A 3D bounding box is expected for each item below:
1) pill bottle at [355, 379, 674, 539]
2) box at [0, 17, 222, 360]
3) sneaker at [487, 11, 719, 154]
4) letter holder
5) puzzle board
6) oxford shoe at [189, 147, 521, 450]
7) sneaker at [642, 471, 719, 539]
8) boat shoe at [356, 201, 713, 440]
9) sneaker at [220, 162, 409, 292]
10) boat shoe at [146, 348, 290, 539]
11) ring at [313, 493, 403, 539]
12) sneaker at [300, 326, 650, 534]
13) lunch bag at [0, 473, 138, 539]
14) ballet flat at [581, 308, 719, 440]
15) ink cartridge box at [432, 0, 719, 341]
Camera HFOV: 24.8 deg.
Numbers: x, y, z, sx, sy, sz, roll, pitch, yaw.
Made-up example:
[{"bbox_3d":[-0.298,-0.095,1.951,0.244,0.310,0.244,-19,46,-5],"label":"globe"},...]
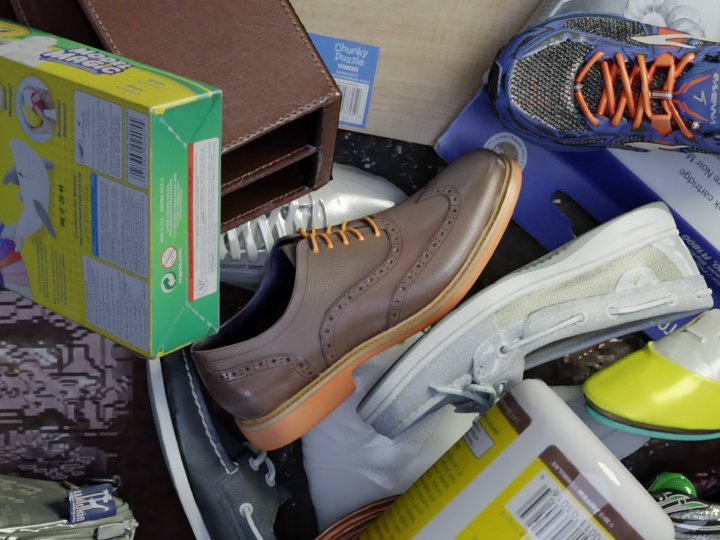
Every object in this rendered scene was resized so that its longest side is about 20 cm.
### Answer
[{"bbox_3d":[0.049,0.157,0.793,0.200,0.109,0.109,-44,97,3],"label":"pill bottle"},{"bbox_3d":[-0.146,-0.047,0.758,0.048,0.199,0.119,-21,123,-46],"label":"box"},{"bbox_3d":[0.162,-0.093,0.833,0.197,0.078,0.076,1,96,-11],"label":"sneaker"},{"bbox_3d":[-0.118,-0.116,0.798,0.141,0.101,0.201,-26,73,-13],"label":"letter holder"},{"bbox_3d":[0.030,-0.148,0.900,0.197,0.017,0.153,10,94,-6],"label":"puzzle board"},{"bbox_3d":[0.000,0.000,0.834,0.200,0.071,0.073,-45,115,-8],"label":"oxford shoe"},{"bbox_3d":[0.155,0.162,0.916,0.198,0.078,0.086,-17,86,-11],"label":"sneaker"},{"bbox_3d":[0.090,0.035,0.840,0.200,0.075,0.065,-28,79,-20],"label":"boat shoe"},{"bbox_3d":[-0.065,-0.023,0.867,0.197,0.080,0.078,0,93,-8],"label":"sneaker"},{"bbox_3d":[-0.066,0.129,0.885,0.060,0.076,0.202,-17,108,-4],"label":"boat shoe"},{"bbox_3d":[0.041,0.215,0.860,0.197,0.019,0.203,0,93,2],"label":"ring"},{"bbox_3d":[0.059,0.066,0.891,0.197,0.074,0.117,-16,99,-4],"label":"sneaker"},{"bbox_3d":[-0.206,0.202,0.846,0.166,0.139,0.203,4,96,-25],"label":"lunch bag"},{"bbox_3d":[0.202,0.056,0.883,0.198,0.067,0.068,10,106,-34],"label":"ballet flat"},{"bbox_3d":[0.174,-0.083,0.898,0.199,0.041,0.201,38,88,-13],"label":"ink cartridge box"}]
